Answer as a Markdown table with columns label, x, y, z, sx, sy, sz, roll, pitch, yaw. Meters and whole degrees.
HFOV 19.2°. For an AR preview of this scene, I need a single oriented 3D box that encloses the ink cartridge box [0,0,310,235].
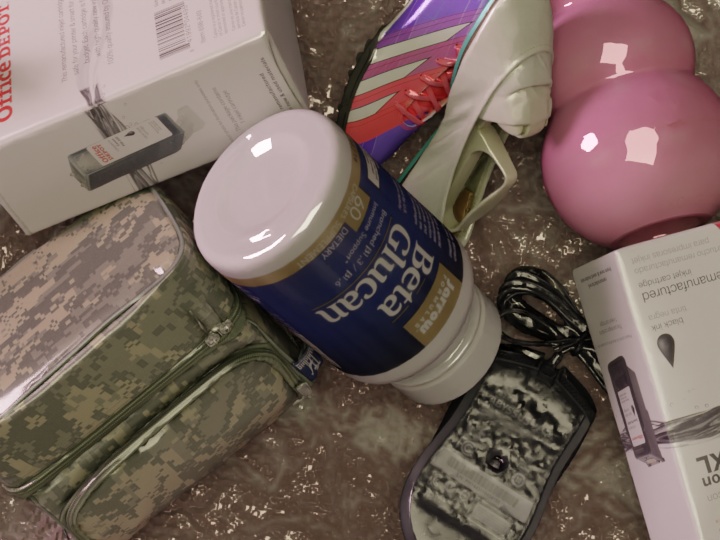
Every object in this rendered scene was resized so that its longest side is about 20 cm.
| label | x | y | z | sx | sy | sz | roll | pitch | yaw |
| --- | --- | --- | --- | --- | --- | --- | --- | --- | --- |
| ink cartridge box | -0.141 | -0.128 | 1.313 | 0.199 | 0.085 | 0.146 | -20 | 45 | 9 |

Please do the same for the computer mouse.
| label | x | y | z | sx | sy | sz | roll | pitch | yaw |
| --- | --- | --- | --- | --- | --- | --- | --- | --- | --- |
| computer mouse | 0.099 | 0.112 | 1.356 | 0.138 | 0.053 | 0.200 | 37 | 76 | 3 |

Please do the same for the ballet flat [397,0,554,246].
| label | x | y | z | sx | sy | sz | roll | pitch | yaw |
| --- | --- | --- | --- | --- | --- | --- | --- | --- | --- |
| ballet flat | 0.082 | -0.089 | 1.315 | 0.069 | 0.070 | 0.201 | 31 | 128 | 4 |

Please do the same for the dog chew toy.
| label | x | y | z | sx | sy | sz | roll | pitch | yaw |
| --- | --- | --- | --- | --- | --- | --- | --- | --- | --- |
| dog chew toy | 0.161 | -0.118 | 1.340 | 0.124 | 0.125 | 0.201 | -15 | 77 | 0 |

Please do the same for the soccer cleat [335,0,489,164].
| label | x | y | z | sx | sy | sz | roll | pitch | yaw |
| --- | --- | --- | --- | --- | --- | --- | --- | --- | --- |
| soccer cleat | 0.053 | -0.140 | 1.341 | 0.073 | 0.068 | 0.201 | 39 | 106 | 25 |

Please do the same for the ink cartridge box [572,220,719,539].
| label | x | y | z | sx | sy | sz | roll | pitch | yaw |
| --- | --- | --- | --- | --- | --- | --- | --- | --- | --- |
| ink cartridge box | 0.234 | 0.072 | 1.314 | 0.144 | 0.083 | 0.201 | -15 | 85 | -16 |

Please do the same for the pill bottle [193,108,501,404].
| label | x | y | z | sx | sy | sz | roll | pitch | yaw |
| --- | --- | --- | --- | --- | --- | --- | --- | --- | --- |
| pill bottle | 0.000 | 0.000 | 1.291 | 0.111 | 0.200 | 0.112 | -23 | 47 | 27 |

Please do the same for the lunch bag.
| label | x | y | z | sx | sy | sz | roll | pitch | yaw |
| --- | --- | --- | --- | --- | --- | --- | --- | --- | --- |
| lunch bag | -0.142 | 0.068 | 1.319 | 0.200 | 0.139 | 0.168 | -40 | 126 | -1 |
